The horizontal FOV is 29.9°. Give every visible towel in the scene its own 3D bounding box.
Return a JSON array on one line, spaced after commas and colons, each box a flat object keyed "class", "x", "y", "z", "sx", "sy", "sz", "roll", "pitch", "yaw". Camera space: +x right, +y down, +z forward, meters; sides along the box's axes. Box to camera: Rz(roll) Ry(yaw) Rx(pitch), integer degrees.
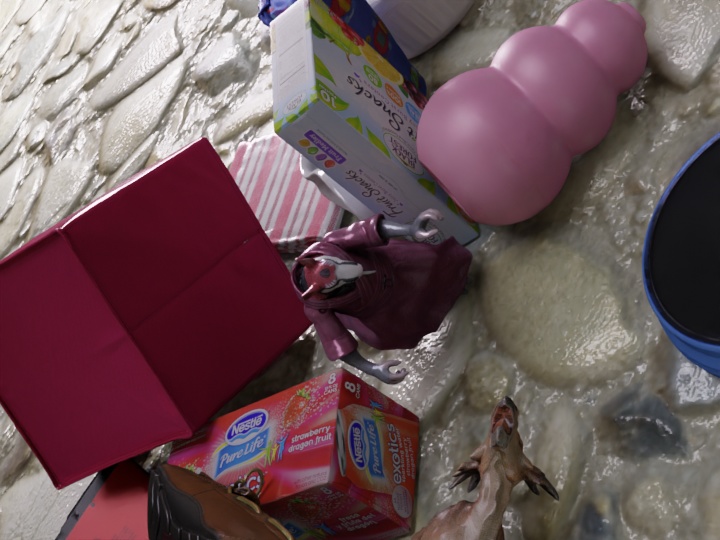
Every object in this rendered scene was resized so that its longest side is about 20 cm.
[{"class": "towel", "x": -0.072, "y": -0.077, "z": 1.330, "sx": 0.199, "sy": 0.030, "sz": 0.147, "roll": -7, "pitch": 56, "yaw": 44}]

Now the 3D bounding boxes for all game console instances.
[{"class": "game console", "x": -0.233, "y": 0.270, "z": 1.233, "sx": 0.172, "sy": 0.119, "sz": 0.200, "roll": 34, "pitch": 89, "yaw": 25}]

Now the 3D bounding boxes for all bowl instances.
[{"class": "bowl", "x": 0.269, "y": -0.025, "z": 0.861, "sx": 0.200, "sy": 0.039, "sz": 0.201, "roll": -30, "pitch": 41, "yaw": 31}]

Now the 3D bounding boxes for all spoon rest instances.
[{"class": "spoon rest", "x": -0.012, "y": -0.077, "z": 1.194, "sx": 0.061, "sy": 0.099, "sz": 0.200, "roll": -43, "pitch": 32, "yaw": 11}]

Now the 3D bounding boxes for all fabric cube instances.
[{"class": "fabric cube", "x": -0.198, "y": 0.037, "z": 1.162, "sx": 0.196, "sy": 0.201, "sz": 0.199, "roll": -24, "pitch": 12, "yaw": 38}]

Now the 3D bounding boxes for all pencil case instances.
[{"class": "pencil case", "x": -0.017, "y": -0.198, "z": 1.206, "sx": 0.086, "sy": 0.200, "sz": 0.078, "roll": -14, "pitch": 56, "yaw": 25}]

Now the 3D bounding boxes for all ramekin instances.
[{"class": "ramekin", "x": 0.038, "y": -0.296, "z": 1.321, "sx": 0.202, "sy": 0.094, "sz": 0.203, "roll": -30, "pitch": 42, "yaw": 31}]

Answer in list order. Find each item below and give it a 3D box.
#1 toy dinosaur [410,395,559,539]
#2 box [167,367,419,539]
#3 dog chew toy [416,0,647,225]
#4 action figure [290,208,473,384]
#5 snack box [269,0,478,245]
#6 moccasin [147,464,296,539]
[{"class": "toy dinosaur", "x": 0.065, "y": 0.183, "z": 0.899, "sx": 0.200, "sy": 0.086, "sz": 0.136, "roll": -45, "pitch": 21, "yaw": 43}, {"class": "box", "x": -0.059, "y": 0.164, "z": 1.044, "sx": 0.199, "sy": 0.095, "sz": 0.100, "roll": -25, "pitch": 43, "yaw": 36}, {"class": "dog chew toy", "x": 0.139, "y": -0.130, "z": 1.042, "sx": 0.200, "sy": 0.125, "sz": 0.125, "roll": -44, "pitch": 35, "yaw": 2}, {"class": "action figure", "x": 0.000, "y": 0.000, "z": 1.019, "sx": 0.149, "sy": 0.200, "sz": 0.135, "roll": 26, "pitch": 97, "yaw": 31}, {"class": "snack box", "x": 0.011, "y": -0.116, "z": 1.105, "sx": 0.053, "sy": 0.200, "sz": 0.143, "roll": -33, "pitch": 40, "yaw": 27}, {"class": "moccasin", "x": -0.097, "y": 0.178, "z": 0.943, "sx": 0.201, "sy": 0.077, "sz": 0.074, "roll": 3, "pitch": 93, "yaw": 62}]
